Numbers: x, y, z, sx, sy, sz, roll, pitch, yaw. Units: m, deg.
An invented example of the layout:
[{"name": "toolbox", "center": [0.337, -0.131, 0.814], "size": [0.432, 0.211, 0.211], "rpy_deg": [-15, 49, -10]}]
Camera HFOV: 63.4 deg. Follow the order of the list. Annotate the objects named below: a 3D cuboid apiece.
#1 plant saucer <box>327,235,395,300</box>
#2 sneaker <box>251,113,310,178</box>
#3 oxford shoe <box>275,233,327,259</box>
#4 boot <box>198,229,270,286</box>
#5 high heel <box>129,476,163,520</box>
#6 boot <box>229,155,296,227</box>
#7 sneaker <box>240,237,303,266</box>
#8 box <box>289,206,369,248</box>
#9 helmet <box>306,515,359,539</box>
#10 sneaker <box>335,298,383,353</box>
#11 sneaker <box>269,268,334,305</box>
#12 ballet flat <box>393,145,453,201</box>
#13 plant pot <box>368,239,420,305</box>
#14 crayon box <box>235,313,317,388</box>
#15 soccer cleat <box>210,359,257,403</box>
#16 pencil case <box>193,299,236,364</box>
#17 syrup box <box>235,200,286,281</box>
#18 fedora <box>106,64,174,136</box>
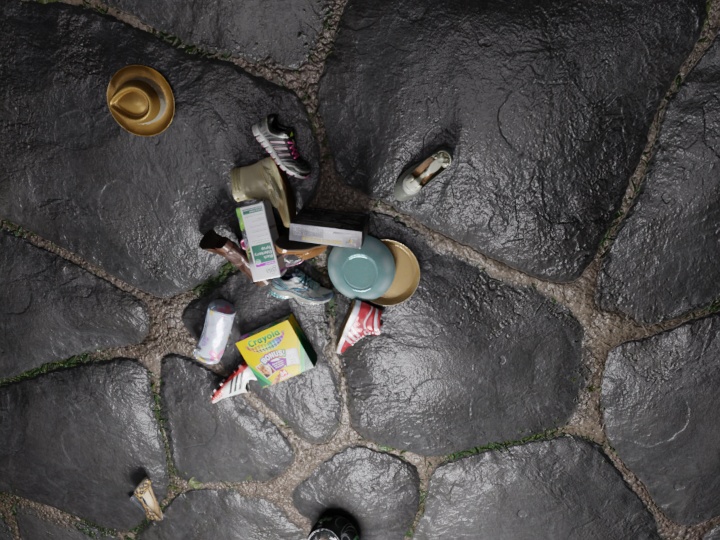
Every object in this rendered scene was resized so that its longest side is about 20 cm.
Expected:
[{"name": "plant saucer", "center": [0.000, 0.000, 1.651], "size": [0.196, 0.039, 0.205], "rpy_deg": [3, 111, 8]}, {"name": "sneaker", "center": [-0.198, -0.335, 1.557], "size": [0.200, 0.074, 0.087], "rpy_deg": [47, 117, -5]}, {"name": "oxford shoe", "center": [-0.161, -0.058, 1.605], "size": [0.071, 0.198, 0.072], "rpy_deg": [45, 120, 26]}, {"name": "boot", "center": [-0.364, -0.029, 1.710], "size": [0.200, 0.185, 0.065], "rpy_deg": [43, 76, -37]}, {"name": "high heel", "center": [-0.747, 0.822, 2.100], "size": [0.142, 0.072, 0.201], "rpy_deg": [37, 129, 0]}, {"name": "boot", "center": [-0.270, -0.204, 1.622], "size": [0.152, 0.073, 0.204], "rpy_deg": [-13, 107, 13]}, {"name": "sneaker", "center": [-0.253, -0.060, 1.658], "size": [0.195, 0.095, 0.081], "rpy_deg": [11, 89, 3]}, {"name": "box", "center": [-0.080, -0.118, 1.581], "size": [0.195, 0.159, 0.049], "rpy_deg": [7, 113, 5]}, {"name": "helmet", "center": [-0.090, 0.944, 1.989], "size": [0.196, 0.190, 0.205], "rpy_deg": [-4, 77, 19]}, {"name": "sneaker", "center": [-0.001, 0.182, 1.736], "size": [0.110, 0.072, 0.202], "rpy_deg": [17, 125, -10]}, {"name": "sneaker", "center": [-0.171, 0.045, 1.705], "size": [0.195, 0.078, 0.088], "rpy_deg": [9, 110, 5]}, {"name": "ballet flat", "center": [0.161, -0.253, 1.541], "size": [0.199, 0.064, 0.068], "rpy_deg": [-39, 101, 21]}, {"name": "plant pot", "center": [0.074, 0.004, 1.677], "size": [0.195, 0.028, 0.204], "rpy_deg": [3, 111, 8]}, {"name": "crayon box", "center": [-0.260, 0.251, 1.809], "size": [0.197, 0.058, 0.175], "rpy_deg": [-24, 106, 17]}, {"name": "soccer cleat", "center": [-0.405, 0.375, 1.878], "size": [0.085, 0.069, 0.200], "rpy_deg": [44, 107, -5]}, {"name": "pencil case", "center": [-0.450, 0.189, 1.800], "size": [0.089, 0.084, 0.203], "rpy_deg": [15, 114, -22]}, {"name": "syrup box", "center": [-0.265, -0.079, 1.568], "size": [0.077, 0.081, 0.204], "rpy_deg": [-11, 98, 7]}, {"name": "fedora", "center": [-0.604, -0.452, 1.569], "size": [0.196, 0.082, 0.205], "rpy_deg": [3, 112, 8]}]
